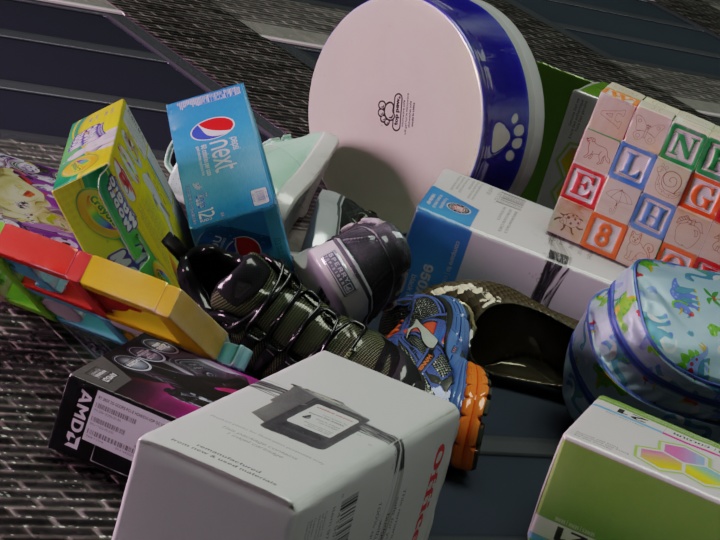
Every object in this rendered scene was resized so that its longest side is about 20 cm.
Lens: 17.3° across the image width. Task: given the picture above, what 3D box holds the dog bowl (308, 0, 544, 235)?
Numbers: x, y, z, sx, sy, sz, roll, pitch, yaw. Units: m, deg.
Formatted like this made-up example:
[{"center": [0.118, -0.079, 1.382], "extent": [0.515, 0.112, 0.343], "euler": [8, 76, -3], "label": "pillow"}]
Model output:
[{"center": [0.052, -0.129, 1.959], "extent": [0.200, 0.201, 0.079], "euler": [31, 22, 37], "label": "dog bowl"}]

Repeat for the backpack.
[{"center": [0.238, 0.072, 1.631], "extent": [0.198, 0.154, 0.164], "euler": [4, 50, -2], "label": "backpack"}]

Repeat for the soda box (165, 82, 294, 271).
[{"center": [-0.094, -0.058, 1.699], "extent": [0.064, 0.068, 0.200], "euler": [-15, 30, -1], "label": "soda box"}]

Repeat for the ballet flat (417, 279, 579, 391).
[{"center": [0.127, 0.056, 1.686], "extent": [0.199, 0.068, 0.046], "euler": [19, 6, -20], "label": "ballet flat"}]

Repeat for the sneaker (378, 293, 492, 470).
[{"center": [0.032, 0.062, 1.550], "extent": [0.078, 0.076, 0.200], "euler": [11, 16, -11], "label": "sneaker"}]

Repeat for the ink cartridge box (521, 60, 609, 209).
[{"center": [0.172, -0.091, 2.034], "extent": [0.199, 0.149, 0.076], "euler": [22, 17, 16], "label": "ink cartridge box"}]

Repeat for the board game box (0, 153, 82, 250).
[{"center": [-0.228, -0.035, 1.660], "extent": [0.119, 0.032, 0.200], "euler": [21, 16, -8], "label": "board game box"}]

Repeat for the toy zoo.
[{"center": [-0.154, 0.019, 1.438], "extent": [0.199, 0.021, 0.131], "euler": [20, -16, 19], "label": "toy zoo"}]

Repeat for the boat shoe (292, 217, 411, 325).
[{"center": [0.000, 0.000, 1.574], "extent": [0.072, 0.068, 0.200], "euler": [60, -7, 5], "label": "boat shoe"}]

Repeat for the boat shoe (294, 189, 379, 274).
[{"center": [-0.014, -0.019, 1.769], "extent": [0.056, 0.069, 0.200], "euler": [18, 14, -2], "label": "boat shoe"}]

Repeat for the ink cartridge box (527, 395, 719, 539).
[{"center": [0.174, 0.155, 1.389], "extent": [0.147, 0.076, 0.200], "euler": [22, 15, 13], "label": "ink cartridge box"}]

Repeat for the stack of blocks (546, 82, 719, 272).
[{"center": [0.254, -0.048, 1.773], "extent": [0.199, 0.116, 0.059], "euler": [24, 16, 9], "label": "stack of blocks"}]

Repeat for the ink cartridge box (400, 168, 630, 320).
[{"center": [0.133, 0.007, 1.810], "extent": [0.199, 0.085, 0.145], "euler": [21, 17, 6], "label": "ink cartridge box"}]

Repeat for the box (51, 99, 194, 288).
[{"center": [-0.156, -0.033, 1.583], "extent": [0.048, 0.118, 0.200], "euler": [-26, 16, 4], "label": "box"}]

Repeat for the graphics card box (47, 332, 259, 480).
[{"center": [-0.064, 0.103, 1.346], "extent": [0.199, 0.051, 0.125], "euler": [21, 15, 11], "label": "graphics card box"}]

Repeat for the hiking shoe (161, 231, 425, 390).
[{"center": [-0.049, 0.040, 1.464], "extent": [0.199, 0.076, 0.101], "euler": [25, -15, 40], "label": "hiking shoe"}]

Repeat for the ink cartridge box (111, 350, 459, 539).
[{"center": [-0.040, 0.134, 1.101], "extent": [0.083, 0.146, 0.200], "euler": [21, 16, 19], "label": "ink cartridge box"}]

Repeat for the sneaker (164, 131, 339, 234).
[{"center": [-0.089, -0.089, 1.888], "extent": [0.118, 0.074, 0.200], "euler": [26, 19, 4], "label": "sneaker"}]
